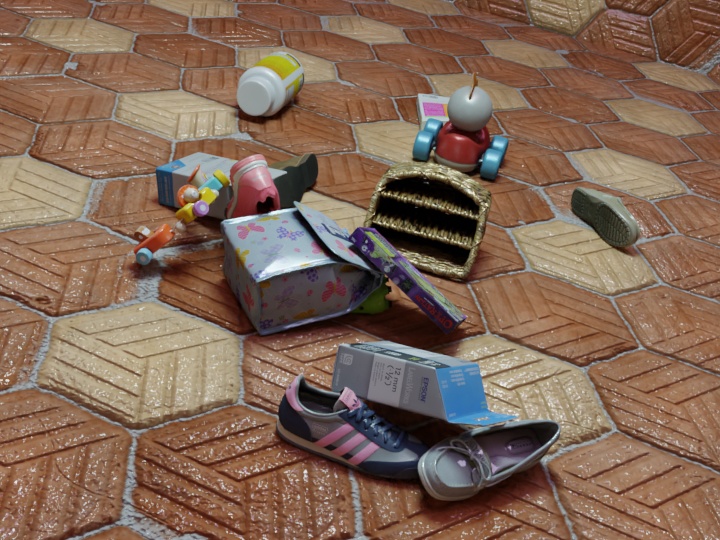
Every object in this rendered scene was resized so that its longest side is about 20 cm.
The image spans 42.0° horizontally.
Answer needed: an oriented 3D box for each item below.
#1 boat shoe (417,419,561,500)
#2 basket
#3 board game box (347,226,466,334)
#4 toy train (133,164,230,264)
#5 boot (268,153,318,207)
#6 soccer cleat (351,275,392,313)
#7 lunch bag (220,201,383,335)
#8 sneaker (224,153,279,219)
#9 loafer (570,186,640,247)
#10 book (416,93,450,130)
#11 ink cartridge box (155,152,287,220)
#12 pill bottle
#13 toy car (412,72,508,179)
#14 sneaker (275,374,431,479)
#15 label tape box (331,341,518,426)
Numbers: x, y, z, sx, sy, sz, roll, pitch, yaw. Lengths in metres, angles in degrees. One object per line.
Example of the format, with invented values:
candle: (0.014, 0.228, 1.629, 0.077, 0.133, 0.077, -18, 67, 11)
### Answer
boat shoe: (0.155, 0.219, 1.119, 0.202, 0.065, 0.075, -6, 60, -35)
basket: (0.116, -0.094, 1.593, 0.199, 0.143, 0.149, 17, 29, 10)
board game box: (0.072, 0.013, 1.385, 0.200, 0.032, 0.120, 44, 13, 9)
toy train: (-0.281, -0.096, 1.441, 0.056, 0.150, 0.200, 49, 31, -16)
boot: (-0.144, -0.162, 1.714, 0.075, 0.074, 0.200, -1, 21, 18)
soccer cleat: (0.000, 0.000, 1.472, 0.081, 0.068, 0.200, -5, 31, -3)
lunch bag: (-0.088, -0.014, 1.382, 0.199, 0.127, 0.170, -11, 37, -22)
sneaker: (-0.165, -0.091, 1.469, 0.074, 0.200, 0.087, -24, 65, -17)
loafer: (0.487, -0.111, 1.826, 0.068, 0.076, 0.200, -7, 33, -20)
book: (0.202, -0.366, 2.203, 0.133, 0.048, 0.200, 7, 28, -3)
ink cartridge box: (-0.234, -0.141, 1.592, 0.200, 0.068, 0.115, 15, 28, 29)
pill bottle: (-0.201, -0.406, 2.059, 0.109, 0.110, 0.200, 16, 29, 8)
toy car: (0.228, -0.322, 1.973, 0.184, 0.200, 0.177, 17, 30, 9)
sneaker: (-0.003, 0.186, 1.120, 0.199, 0.082, 0.070, 15, 30, 6)
label tape box: (0.085, 0.138, 1.165, 0.199, 0.066, 0.143, 9, 2, 28)
